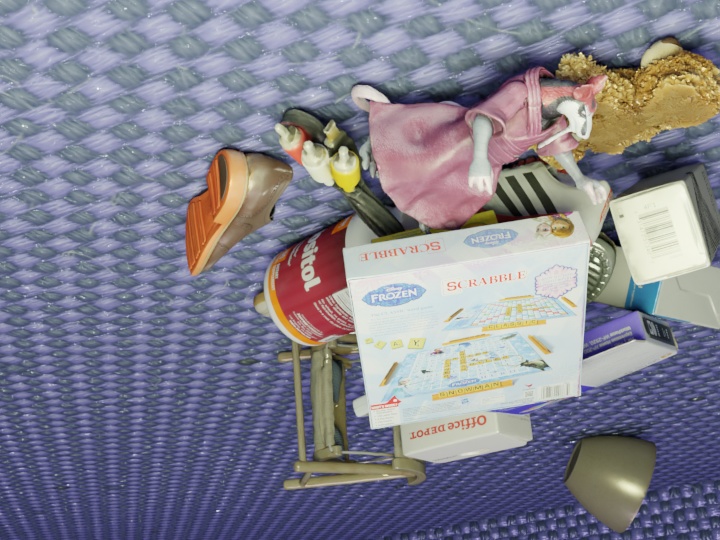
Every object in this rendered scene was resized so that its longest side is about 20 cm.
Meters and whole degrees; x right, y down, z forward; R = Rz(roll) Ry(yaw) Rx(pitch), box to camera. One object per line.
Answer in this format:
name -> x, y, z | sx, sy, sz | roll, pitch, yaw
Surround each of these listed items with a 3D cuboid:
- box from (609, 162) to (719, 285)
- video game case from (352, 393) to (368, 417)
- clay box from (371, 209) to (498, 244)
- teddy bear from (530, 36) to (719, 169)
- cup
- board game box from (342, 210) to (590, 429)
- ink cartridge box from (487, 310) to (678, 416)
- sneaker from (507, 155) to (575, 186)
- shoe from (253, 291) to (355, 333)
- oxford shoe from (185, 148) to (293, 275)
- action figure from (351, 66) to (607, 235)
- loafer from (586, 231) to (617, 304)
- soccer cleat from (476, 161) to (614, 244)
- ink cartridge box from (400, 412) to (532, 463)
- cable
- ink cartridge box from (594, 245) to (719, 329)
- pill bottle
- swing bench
box -> 0.289, -0.048, 0.977 | 0.068, 0.083, 0.200 | -17, -176, 25
video game case -> 0.119, 0.110, 1.142 | 0.200, 0.022, 0.182 | -30, 160, 34
clay box -> 0.073, 0.011, 0.973 | 0.114, 0.048, 0.200 | -14, 151, -4
teddy bear -> 0.204, -0.141, 0.878 | 0.144, 0.067, 0.200 | 17, 157, -23
cup -> 0.508, 0.424, 2.187 | 0.143, 0.201, 0.200 | 22, 158, 6
board game box -> 0.094, 0.048, 0.912 | 0.199, 0.041, 0.200 | -9, 134, -1
ink cartridge box -> 0.216, 0.099, 1.098 | 0.198, 0.044, 0.200 | -26, 162, 22
sneaker -> 0.141, -0.042, 1.065 | 0.078, 0.083, 0.200 | 8, 156, -28
shoe -> -0.032, 0.051, 1.294 | 0.199, 0.054, 0.070 | 2, 157, -16
oxford shoe -> -0.122, -0.047, 1.017 | 0.073, 0.072, 0.200 | 0, 158, -25
action figure -> 0.108, -0.112, 0.837 | 0.200, 0.150, 0.134 | -29, 153, 32
loafer -> 0.209, 0.004, 1.114 | 0.075, 0.070, 0.200 | 34, 149, -3
soccer cleat -> 0.141, -0.068, 0.977 | 0.200, 0.085, 0.069 | 21, 156, 43
ink cartridge box -> 0.123, 0.127, 1.320 | 0.146, 0.201, 0.084 | -21, 154, 34
cable -> -0.021, -0.074, 0.928 | 0.097, 0.050, 0.200 | 27, 162, 27
ink cartridge box -> 0.298, 0.009, 1.182 | 0.116, 0.068, 0.200 | 11, -178, -34
pill bottle -> 0.000, 0.000, 1.099 | 0.113, 0.114, 0.200 | 16, 149, -42
swing bench -> -0.006, 0.187, 1.443 | 0.199, 0.200, 0.130 | -1, 158, -12
